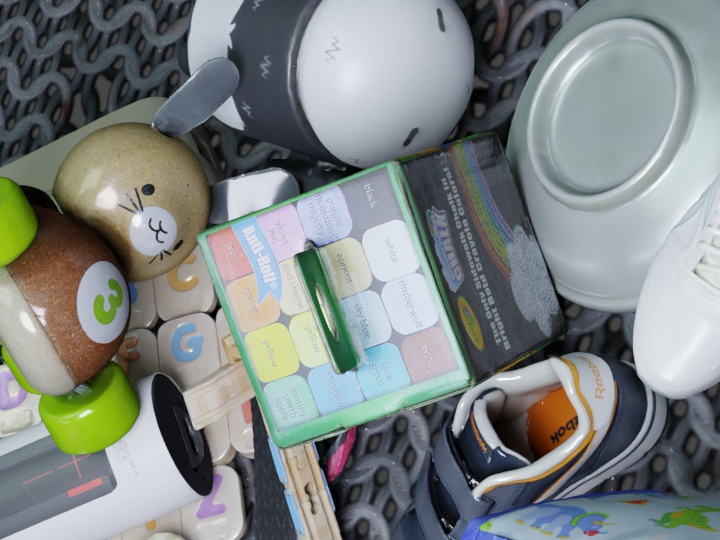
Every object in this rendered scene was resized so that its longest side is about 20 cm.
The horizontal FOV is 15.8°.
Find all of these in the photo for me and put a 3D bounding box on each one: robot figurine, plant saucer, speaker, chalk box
[{"bbox_3d":[-0.021,-0.129,1.535,0.125,0.151,0.200,-40,35,-26],"label":"robot figurine"},{"bbox_3d":[0.145,-0.080,1.403,0.199,0.050,0.201,-19,61,38],"label":"plant saucer"},{"bbox_3d":[-0.189,0.133,1.532,0.199,0.081,0.082,-23,56,12],"label":"speaker"},{"bbox_3d":[0.005,0.012,1.357,0.123,0.200,0.125,-19,90,25],"label":"chalk box"}]

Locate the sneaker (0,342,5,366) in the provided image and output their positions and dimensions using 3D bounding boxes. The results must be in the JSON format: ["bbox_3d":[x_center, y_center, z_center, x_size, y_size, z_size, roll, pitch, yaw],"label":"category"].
[{"bbox_3d":[-0.195,0.102,1.655,0.075,0.076,0.200,-29,66,-7],"label":"sneaker"}]

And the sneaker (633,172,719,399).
[{"bbox_3d":[0.194,-0.024,1.300,0.070,0.080,0.201,35,102,15],"label":"sneaker"}]

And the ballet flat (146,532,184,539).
[{"bbox_3d":[-0.139,0.251,1.520,0.066,0.057,0.201,20,95,13],"label":"ballet flat"}]

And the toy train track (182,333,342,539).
[{"bbox_3d":[-0.032,0.090,1.431,0.032,0.115,0.201,9,123,46],"label":"toy train track"}]

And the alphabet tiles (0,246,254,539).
[{"bbox_3d":[-0.136,0.084,1.581,0.199,0.015,0.197,-15,65,16],"label":"alphabet tiles"}]

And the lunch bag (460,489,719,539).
[{"bbox_3d":[0.163,0.163,1.178,0.170,0.200,0.128,12,82,45],"label":"lunch bag"}]

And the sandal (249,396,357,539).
[{"bbox_3d":[-0.031,0.099,1.504,0.075,0.045,0.201,9,98,60],"label":"sandal"}]

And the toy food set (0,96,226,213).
[{"bbox_3d":[-0.179,-0.027,1.624,0.199,0.061,0.144,-26,28,0],"label":"toy food set"}]

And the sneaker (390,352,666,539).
[{"bbox_3d":[0.067,0.110,1.383,0.200,0.079,0.079,-45,49,24],"label":"sneaker"}]

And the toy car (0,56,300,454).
[{"bbox_3d":[-0.133,-0.027,1.481,0.199,0.165,0.158,-32,32,-8],"label":"toy car"}]
